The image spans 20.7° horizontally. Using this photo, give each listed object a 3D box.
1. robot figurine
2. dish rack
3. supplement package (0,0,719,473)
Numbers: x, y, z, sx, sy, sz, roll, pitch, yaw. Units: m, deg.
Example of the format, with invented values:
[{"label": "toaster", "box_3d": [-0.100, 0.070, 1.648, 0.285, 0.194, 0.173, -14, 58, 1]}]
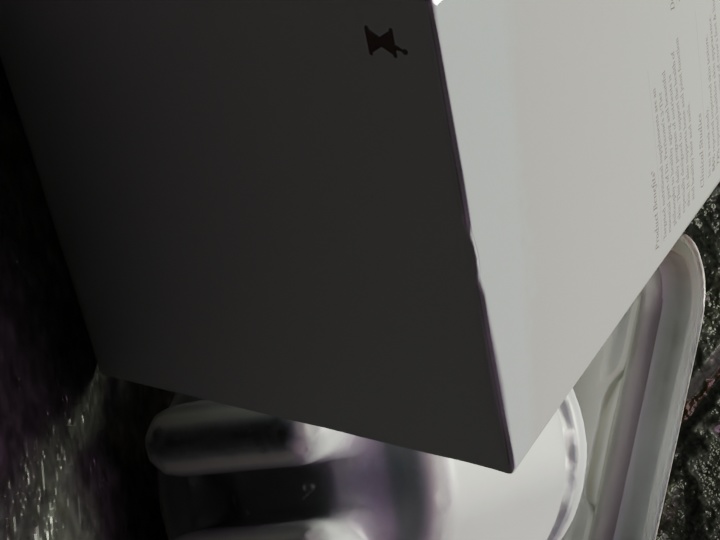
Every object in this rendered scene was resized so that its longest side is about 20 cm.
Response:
[{"label": "robot figurine", "box_3d": [0.008, 0.067, 0.687, 0.200, 0.113, 0.170, -3, 88, -60]}, {"label": "dish rack", "box_3d": [0.081, 0.051, 0.870, 0.200, 0.043, 0.172, -143, -117, -70]}, {"label": "supplement package", "box_3d": [0.017, -0.071, 0.602, 0.200, 0.150, 0.152, -48, 138, -41]}]
